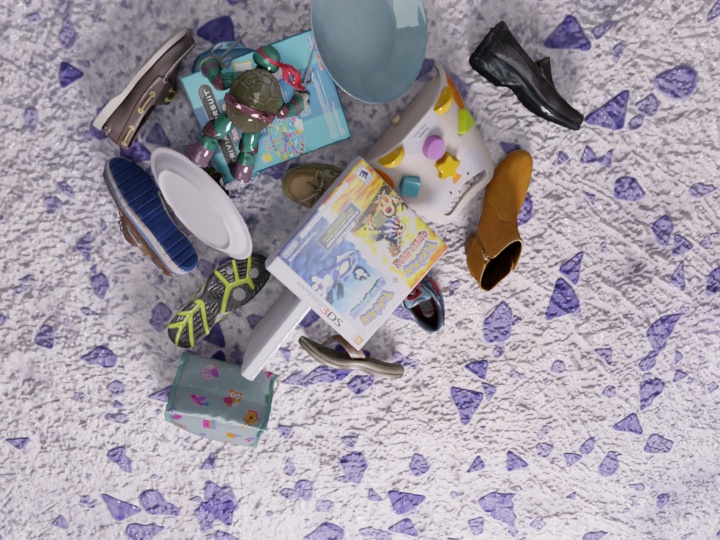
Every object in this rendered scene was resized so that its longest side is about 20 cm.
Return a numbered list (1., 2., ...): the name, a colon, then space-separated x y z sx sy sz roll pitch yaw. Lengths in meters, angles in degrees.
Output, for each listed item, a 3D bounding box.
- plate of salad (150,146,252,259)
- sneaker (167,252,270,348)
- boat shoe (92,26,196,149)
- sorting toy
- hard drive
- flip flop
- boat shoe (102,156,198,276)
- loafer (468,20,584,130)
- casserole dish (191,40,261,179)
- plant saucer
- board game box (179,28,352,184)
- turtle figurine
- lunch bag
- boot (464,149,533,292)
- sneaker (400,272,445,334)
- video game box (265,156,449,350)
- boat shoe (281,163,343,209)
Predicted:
1. plate of salad: -0.228 -0.100 0.826 0.048 0.198 0.201 -47 111 -28
2. sneaker: -0.231 0.037 0.919 0.199 0.076 0.076 -38 107 0
3. boat shoe: -0.296 -0.257 0.800 0.199 0.072 0.059 -40 114 16
4. sorting toy: 0.116 -0.163 0.835 0.200 0.107 0.180 -48 123 4
5. hard drive: -0.118 0.065 0.900 0.026 0.132 0.201 34 106 -17
6. flip flop: -0.013 0.139 0.970 0.196 0.081 0.059 16 93 -10
7. boat shoe: -0.336 -0.073 0.865 0.071 0.072 0.202 -20 106 34
8. loafer: 0.255 -0.277 0.818 0.198 0.073 0.073 31 103 -15
9. casserole dish: -0.186 -0.230 0.832 0.118 0.039 0.204 -4 112 -1
10. plant saucer: 0.008 -0.332 0.768 0.198 0.038 0.206 -8 103 -35
11. board game box: -0.127 -0.230 0.790 0.196 0.047 0.154 -19 112 1
12. turtle figurine: -0.144 -0.218 0.719 0.148 0.101 0.202 27 112 -16
13. lunch bag: -0.238 0.228 0.959 0.167 0.124 0.201 15 152 -10
14. boot: 0.224 -0.075 0.855 0.070 0.145 0.204 20 109 -11
15. sneaker: 0.087 0.016 0.910 0.078 0.096 0.201 -32 109 10
16. video game box: -0.004 -0.021 0.792 0.182 0.047 0.201 41 92 -18
17. boat shoe: -0.026 -0.114 0.871 0.195 0.063 0.075 11 111 -7
